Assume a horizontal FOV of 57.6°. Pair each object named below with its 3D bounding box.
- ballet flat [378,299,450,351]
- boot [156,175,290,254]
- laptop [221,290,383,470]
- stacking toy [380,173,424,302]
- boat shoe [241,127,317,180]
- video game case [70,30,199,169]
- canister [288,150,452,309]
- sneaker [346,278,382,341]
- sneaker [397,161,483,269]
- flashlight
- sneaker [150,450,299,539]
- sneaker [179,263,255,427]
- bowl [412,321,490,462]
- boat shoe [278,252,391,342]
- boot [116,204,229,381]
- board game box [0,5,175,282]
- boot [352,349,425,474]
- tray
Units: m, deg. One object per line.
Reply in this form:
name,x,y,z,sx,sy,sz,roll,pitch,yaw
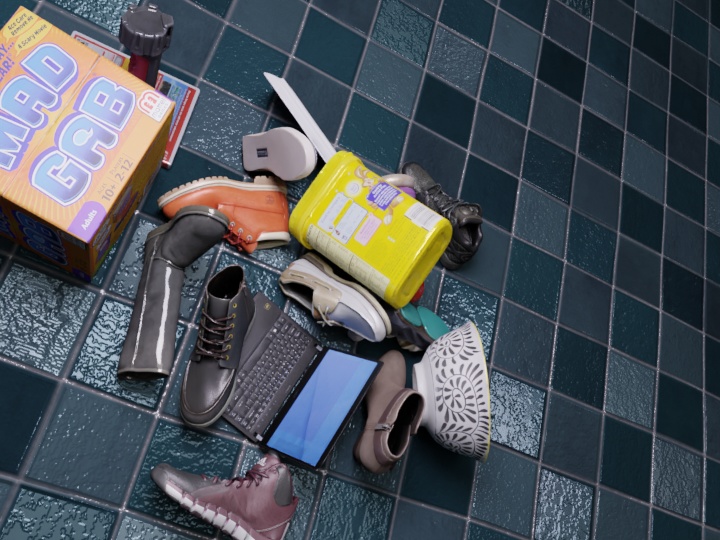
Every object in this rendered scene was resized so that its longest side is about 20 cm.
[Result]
ballet flat,0.075,0.087,1.014,0.199,0.072,0.075,31,54,-54
boot,-0.192,-0.077,0.955,0.196,0.075,0.110,-5,79,-28
laptop,-0.103,0.143,0.900,0.199,0.103,0.178,40,60,-7
stacking toy,0.062,-0.048,1.064,0.084,0.085,0.205,-4,79,-26
boat shoe,-0.097,-0.177,0.971,0.091,0.199,0.076,-11,109,-34
video game case,-0.353,-0.252,0.969,0.197,0.017,0.146,22,64,-17
canister,0.014,-0.058,0.934,0.199,0.087,0.150,35,87,25
sneaker,0.000,0.000,1.018,0.112,0.075,0.204,23,92,25
sneaker,0.141,-0.110,1.101,0.075,0.114,0.202,-23,81,-31
flashlight,-0.302,-0.271,0.874,0.067,0.200,0.069,32,63,-9
sneaker,-0.162,0.271,0.841,0.199,0.075,0.117,40,67,-19
sneaker,-0.195,0.094,0.858,0.073,0.107,0.203,10,58,4
bowl,0.127,0.180,0.970,0.092,0.201,0.205,-3,71,-1
boat shoe,-0.040,0.049,0.942,0.068,0.076,0.199,-32,46,-28
boot,-0.243,0.032,0.840,0.072,0.180,0.204,28,55,-33
board game box,-0.371,-0.140,0.806,0.198,0.199,0.203,30,67,-13
boot,0.049,0.191,0.930,0.069,0.146,0.203,25,63,-12
tray,-0.079,-0.227,1.044,0.022,0.107,0.202,-35,89,5
